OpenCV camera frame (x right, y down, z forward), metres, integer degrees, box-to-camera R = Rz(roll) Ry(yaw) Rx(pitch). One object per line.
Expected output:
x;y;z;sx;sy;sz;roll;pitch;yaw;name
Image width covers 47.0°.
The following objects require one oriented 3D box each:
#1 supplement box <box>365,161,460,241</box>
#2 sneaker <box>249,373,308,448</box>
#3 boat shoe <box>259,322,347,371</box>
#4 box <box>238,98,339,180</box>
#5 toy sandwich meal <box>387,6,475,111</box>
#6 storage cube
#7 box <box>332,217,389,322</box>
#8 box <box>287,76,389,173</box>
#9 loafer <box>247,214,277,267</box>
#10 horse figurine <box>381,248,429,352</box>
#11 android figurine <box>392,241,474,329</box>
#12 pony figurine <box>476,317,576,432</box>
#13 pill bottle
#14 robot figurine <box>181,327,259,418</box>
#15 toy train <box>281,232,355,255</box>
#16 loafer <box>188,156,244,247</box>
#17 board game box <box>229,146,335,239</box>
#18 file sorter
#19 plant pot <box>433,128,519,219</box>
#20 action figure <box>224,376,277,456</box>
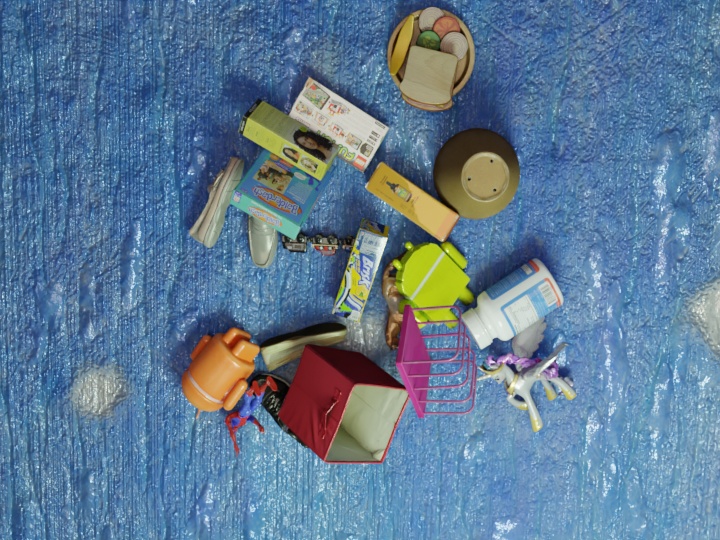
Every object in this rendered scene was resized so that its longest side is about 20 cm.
0.109;-0.142;1.713;0.198;0.069;0.067;36;98;6;supplement box
-0.160;0.302;1.791;0.199;0.088;0.076;41;98;-3;sneaker
-0.118;0.164;1.781;0.196;0.073;0.064;-16;104;8;boat shoe
-0.146;-0.268;1.692;0.197;0.076;0.050;29;136;0;box
0.141;-0.431;1.683;0.200;0.070;0.210;0;98;3;toy sandwich meal
-0.035;0.273;1.701;0.198;0.179;0.174;14;102;-44;storage cube
0.000;0.000;1.728;0.063;0.070;0.203;18;113;-2;box
-0.049;-0.303;1.729;0.198;0.035;0.111;32;98;-2;box
-0.209;-0.106;1.747;0.068;0.070;0.205;1;98;5;loafer
0.095;0.058;1.765;0.130;0.050;0.204;-16;99;-1;horse figurine
0.149;0.025;1.725;0.199;0.041;0.184;40;78;-21;android figurine
0.360;0.211;1.731;0.193;0.167;0.200;-43;111;9;pony figurine
0.311;0.073;1.716;0.198;0.112;0.114;-32;95;2;pill bottle
-0.306;0.216;1.776;0.143;0.117;0.201;41;97;-6;robot figurine
-0.071;-0.054;1.765;0.195;0.034;0.047;2;102;3;toy train
-0.307;-0.151;1.750;0.062;0.072;0.204;24;101;7;loafer
-0.155;-0.175;1.680;0.150;0.202;0.045;29;138;-1;board game box
0.161;0.184;1.672;0.123;0.141;0.202;-4;139;18;file sorter
0.238;-0.190;1.647;0.182;0.200;0.191;0;97;4;plant pot
-0.233;0.320;1.770;0.200;0.064;0.100;-48;61;44;action figure
